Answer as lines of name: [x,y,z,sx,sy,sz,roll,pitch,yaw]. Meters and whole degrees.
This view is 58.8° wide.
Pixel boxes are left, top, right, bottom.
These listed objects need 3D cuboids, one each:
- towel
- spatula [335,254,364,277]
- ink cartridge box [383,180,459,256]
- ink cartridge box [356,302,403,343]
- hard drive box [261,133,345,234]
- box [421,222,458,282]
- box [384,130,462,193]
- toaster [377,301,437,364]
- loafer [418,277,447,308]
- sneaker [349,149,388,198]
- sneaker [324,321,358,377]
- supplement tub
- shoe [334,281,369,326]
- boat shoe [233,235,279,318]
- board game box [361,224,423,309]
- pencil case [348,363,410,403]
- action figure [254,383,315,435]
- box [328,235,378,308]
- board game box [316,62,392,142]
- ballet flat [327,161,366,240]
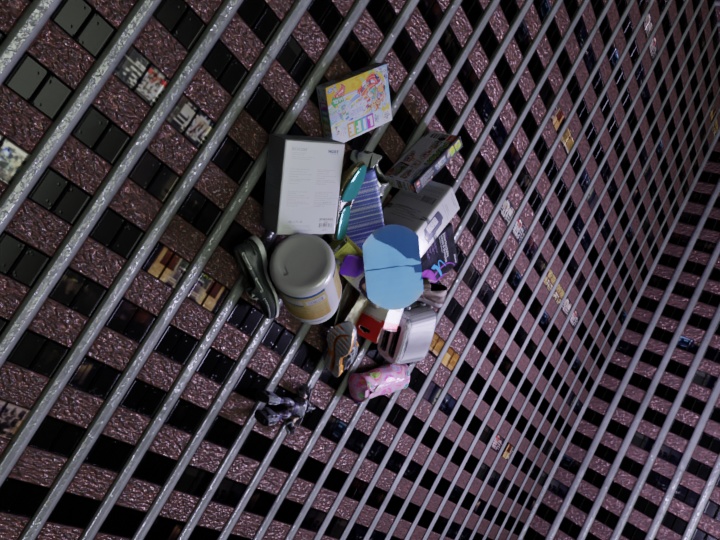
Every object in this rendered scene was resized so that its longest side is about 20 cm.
towel: [-0.019,-0.142,1.535,0.141,0.024,0.203,-13,123,-2]
spatula: [-0.079,-0.031,1.506,0.196,0.021,0.057,19,113,-15]
ink cartridge box: [0.140,-0.137,1.666,0.201,0.143,0.085,-50,135,-18]
ink cartridge box: [0.055,0.082,1.691,0.067,0.115,0.204,15,96,-48]
hard drive box: [-0.125,-0.187,1.399,0.153,0.076,0.205,-3,110,-36]
box: [0.206,-0.031,1.865,0.199,0.036,0.145,-40,132,-29]
box: [0.163,-0.284,1.656,0.200,0.109,0.035,-46,134,-22]
toaster: [0.128,0.183,1.816,0.127,0.113,0.204,-5,120,-41]
loafer: [0.160,0.041,1.781,0.197,0.074,0.072,17,119,-28]
sneaker: [0.026,-0.189,1.555,0.074,0.086,0.204,-57,148,-53]
sneaker: [-0.040,0.189,1.638,0.077,0.078,0.202,-30,155,-33]
supplement tub: [-0.117,0.025,1.427,0.145,0.143,0.201,-50,160,-18]
shoe: [-0.012,0.068,1.647,0.053,0.069,0.204,22,92,-56]
boat shoe: [-0.230,0.024,1.400,0.060,0.075,0.204,-29,118,-31]
board game box: [0.072,-0.008,1.550,0.155,0.039,0.205,-8,94,-24]
pencil case: [0.056,0.317,1.816,0.198,0.086,0.090,-6,111,-46]
action figure: [-0.178,0.344,1.592,0.198,0.068,0.133,15,87,-53]
box: [0.000,0.000,1.573,0.075,0.050,0.200,-42,114,14]
board game box: [-0.010,-0.386,1.484,0.198,0.034,0.137,-33,128,-34]
ballet flat: [-0.045,-0.166,1.466,0.070,0.071,0.203,-12,131,-43]
